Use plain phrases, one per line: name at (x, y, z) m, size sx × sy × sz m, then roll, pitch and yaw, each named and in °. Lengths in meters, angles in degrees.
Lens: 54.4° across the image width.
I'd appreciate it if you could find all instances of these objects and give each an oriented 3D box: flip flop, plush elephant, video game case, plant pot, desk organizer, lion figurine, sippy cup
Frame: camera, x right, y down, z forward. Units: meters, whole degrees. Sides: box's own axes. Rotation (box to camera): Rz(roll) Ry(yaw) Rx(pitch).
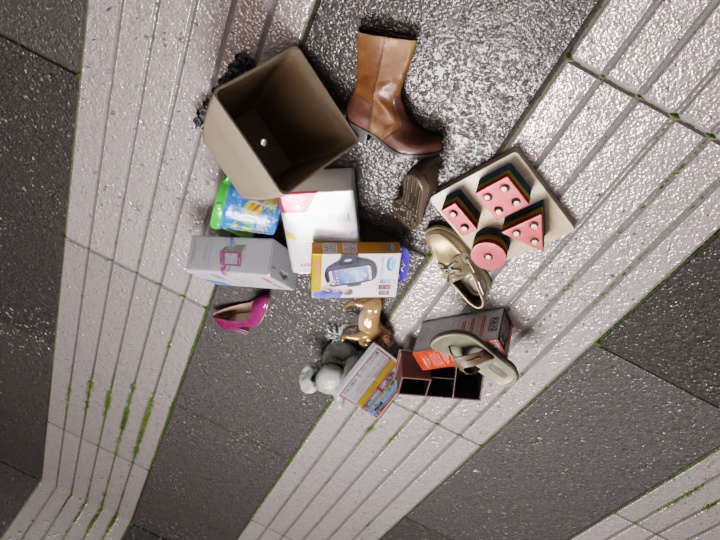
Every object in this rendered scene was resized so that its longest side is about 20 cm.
flip flop at (0.234, 0.187, 1.434) m, size 0.199 × 0.058 × 0.081 m, roll 33°, pitch 133°, yaw -8°
plush elephant at (-0.053, 0.251, 1.678) m, size 0.164 × 0.155 × 0.201 m, roll -6°, pitch 129°, yaw 26°
video game case at (0.035, 0.258, 1.628) m, size 0.017 × 0.143 × 0.200 m, roll 36°, pitch 176°, yaw 39°
plant pot at (-0.164, -0.236, 1.242) m, size 0.200 × 0.200 × 0.177 m, roll 55°, pitch 145°, yaw -10°
desk organizer at (0.182, 0.239, 1.593) m, size 0.199 × 0.077 × 0.072 m, roll 5°, pitch 135°, yaw -5°
lion figurine at (0.019, 0.103, 1.576) m, size 0.122 × 0.073 × 0.201 m, roll 1°, pitch 127°, yaw -3°
sippy cup at (-0.223, -0.136, 1.421) m, size 0.130 × 0.140 × 0.178 m, roll 16°, pitch 178°, yaw -7°

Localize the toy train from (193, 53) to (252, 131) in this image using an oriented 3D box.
toy train at (-0.259, -0.329, 1.320) m, size 0.046 × 0.034 × 0.200 m, roll 29°, pitch 135°, yaw -23°

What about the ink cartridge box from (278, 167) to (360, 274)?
ink cartridge box at (-0.076, -0.098, 1.399) m, size 0.147 × 0.086 × 0.201 m, roll -3°, pitch 132°, yaw 3°

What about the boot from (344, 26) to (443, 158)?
boot at (0.072, -0.305, 1.206) m, size 0.187 × 0.069 × 0.201 m, roll 22°, pitch 128°, yaw 12°

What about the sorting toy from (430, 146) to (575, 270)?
sorting toy at (0.258, -0.095, 1.301) m, size 0.200 × 0.070 × 0.199 m, roll -26°, pitch 117°, yaw 37°

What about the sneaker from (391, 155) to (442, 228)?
sneaker at (0.114, -0.143, 1.309) m, size 0.070 × 0.076 × 0.200 m, roll 45°, pitch 163°, yaw 8°

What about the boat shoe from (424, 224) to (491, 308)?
boat shoe at (0.195, -0.006, 1.409) m, size 0.072 × 0.065 × 0.200 m, roll -22°, pitch 120°, yaw 35°

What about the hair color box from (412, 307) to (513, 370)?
hair color box at (0.221, 0.149, 1.516) m, size 0.199 × 0.102 × 0.061 m, roll -13°, pitch 124°, yaw 31°

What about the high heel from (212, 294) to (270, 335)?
high heel at (-0.288, 0.095, 1.694) m, size 0.096 × 0.068 × 0.200 m, roll 26°, pitch 149°, yaw -17°

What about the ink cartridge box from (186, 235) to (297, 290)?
ink cartridge box at (-0.251, -0.016, 1.523) m, size 0.199 × 0.085 × 0.145 m, roll 5°, pitch 168°, yaw 19°

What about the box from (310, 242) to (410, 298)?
box at (0.000, 0.000, 1.406) m, size 0.199 × 0.042 × 0.119 m, roll 0°, pitch 131°, yaw -4°
